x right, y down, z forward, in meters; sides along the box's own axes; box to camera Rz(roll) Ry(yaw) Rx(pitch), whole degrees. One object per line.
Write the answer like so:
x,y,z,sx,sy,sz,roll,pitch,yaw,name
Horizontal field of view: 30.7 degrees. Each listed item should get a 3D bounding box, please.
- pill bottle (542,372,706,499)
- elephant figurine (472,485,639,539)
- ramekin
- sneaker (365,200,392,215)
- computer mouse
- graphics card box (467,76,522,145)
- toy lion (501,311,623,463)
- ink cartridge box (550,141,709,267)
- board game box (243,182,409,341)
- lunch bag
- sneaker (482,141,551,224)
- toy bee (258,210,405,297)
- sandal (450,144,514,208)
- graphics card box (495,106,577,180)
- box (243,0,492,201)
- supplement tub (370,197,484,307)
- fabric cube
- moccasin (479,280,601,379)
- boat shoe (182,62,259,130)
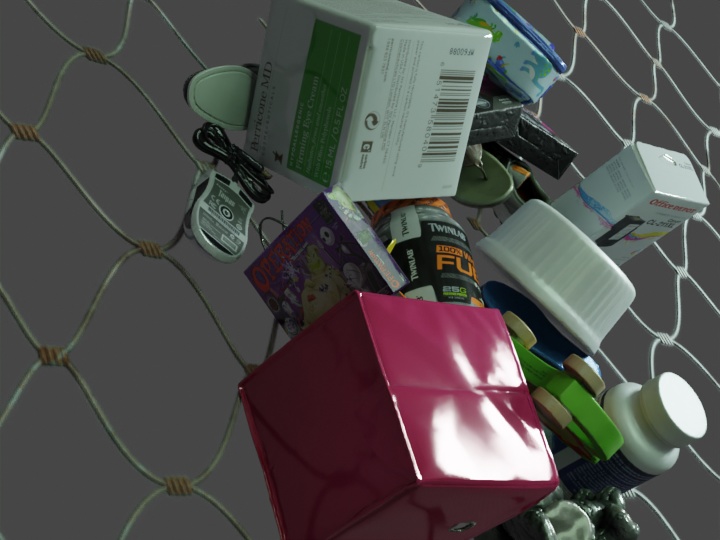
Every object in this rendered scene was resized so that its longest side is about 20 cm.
0.294,0.198,1.510,0.111,0.200,0.111,28,43,-29,pill bottle
0.189,0.262,1.404,0.200,0.141,0.155,31,26,-35,elephant figurine
0.247,0.003,1.631,0.200,0.098,0.200,43,2,-2,ramekin
0.053,-0.150,1.651,0.066,0.078,0.200,31,39,-23,sneaker
-0.151,-0.070,1.391,0.110,0.044,0.200,43,31,-21,computer mouse
0.096,-0.229,1.673,0.125,0.051,0.200,-13,43,-33,graphics card box
0.210,0.143,1.388,0.192,0.069,0.200,50,-7,-31,toy lion
0.356,-0.081,1.816,0.146,0.200,0.083,6,55,-44,ink cartridge box
-0.039,0.007,1.314,0.032,0.200,0.120,-28,82,-35,board game box
0.187,-0.287,1.709,0.161,0.082,0.200,43,5,-2,lunch bag
0.184,-0.143,1.772,0.200,0.079,0.074,47,61,-4,sneaker
0.000,0.000,1.413,0.109,0.131,0.200,-21,78,-45,toy bee
0.118,-0.160,1.714,0.201,0.080,0.057,49,-9,15,sandal
0.203,-0.209,1.818,0.125,0.051,0.200,28,17,-31,graphics card box
0.007,-0.197,1.475,0.200,0.199,0.171,-6,25,-43,box
0.073,0.021,1.487,0.122,0.122,0.200,18,48,-38,supplement tub
0.035,0.157,1.267,0.199,0.196,0.200,9,54,-44,fabric cube
0.207,0.099,1.617,0.200,0.068,0.081,44,44,-8,moccasin
-0.131,-0.201,1.509,0.200,0.076,0.060,3,16,-46,boat shoe
